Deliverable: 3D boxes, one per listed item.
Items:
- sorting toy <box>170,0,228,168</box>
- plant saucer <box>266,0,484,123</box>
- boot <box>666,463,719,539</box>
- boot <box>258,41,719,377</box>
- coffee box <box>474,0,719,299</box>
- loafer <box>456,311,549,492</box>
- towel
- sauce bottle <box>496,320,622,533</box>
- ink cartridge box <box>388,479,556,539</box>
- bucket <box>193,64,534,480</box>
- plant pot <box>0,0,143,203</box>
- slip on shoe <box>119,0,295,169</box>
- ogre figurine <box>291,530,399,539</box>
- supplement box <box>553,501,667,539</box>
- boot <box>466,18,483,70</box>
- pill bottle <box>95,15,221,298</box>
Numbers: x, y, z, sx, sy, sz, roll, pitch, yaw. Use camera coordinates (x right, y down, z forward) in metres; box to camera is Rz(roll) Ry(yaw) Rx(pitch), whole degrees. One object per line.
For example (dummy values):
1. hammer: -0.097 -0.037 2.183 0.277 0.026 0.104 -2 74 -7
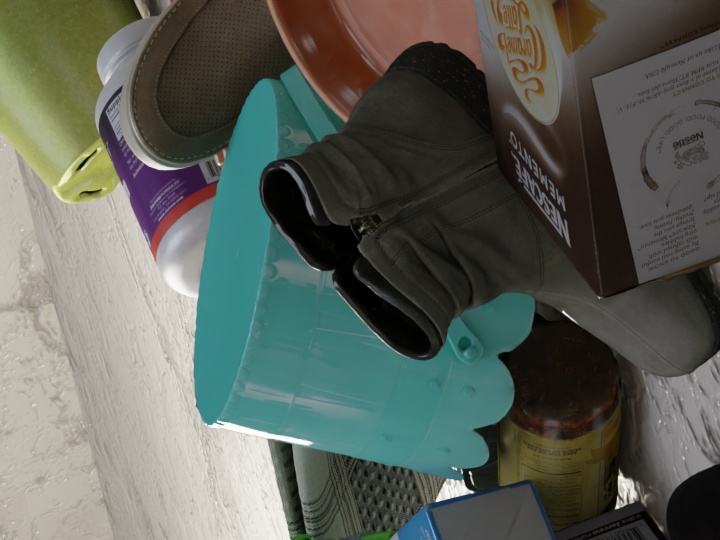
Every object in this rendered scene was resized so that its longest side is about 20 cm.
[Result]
1. sorting toy: -0.073 -0.151 1.917 0.200 0.069 0.200 -174 66 -78
2. plant saucer: 0.033 -0.147 1.327 0.199 0.032 0.202 18 118 38
3. boot: 0.204 0.196 1.264 0.188 0.068 0.201 43 158 51
4. boot: 0.054 0.002 1.270 0.200 0.131 0.068 41 137 1
5. coffee box: 0.098 -0.106 1.167 0.115 0.079 0.201 -124 19 -52
6. loafer: 0.070 0.060 1.599 0.200 0.071 0.063 93 161 -66
7. towel: 0.005 0.095 1.717 0.193 0.034 0.201 -53 -39 -48
8. sauce bottle: 0.102 0.104 1.525 0.200 0.066 0.066 85 162 -57
9. ink cartridge box: 0.043 0.201 1.520 0.200 0.067 0.117 -49 57 57
10. bucket: 0.000 0.000 1.480 0.207 0.134 0.209 -170 90 -77
11. plant pot: -0.243 -0.165 2.450 0.185 0.200 0.201 55 164 16
12. slip on shoe: -0.045 -0.132 1.535 0.076 0.200 0.061 52 163 -14
13. ogre figurine: 0.059 0.202 1.650 0.201 0.120 0.098 56 -156 -6
14. supplement box: 0.158 0.218 1.455 0.200 0.060 0.109 -123 19 -52
15. boot: 0.049 -0.163 1.373 0.090 0.072 0.201 22 135 57
16. pill bottle: -0.124 -0.086 2.149 0.113 0.112 0.201 89 159 -56
